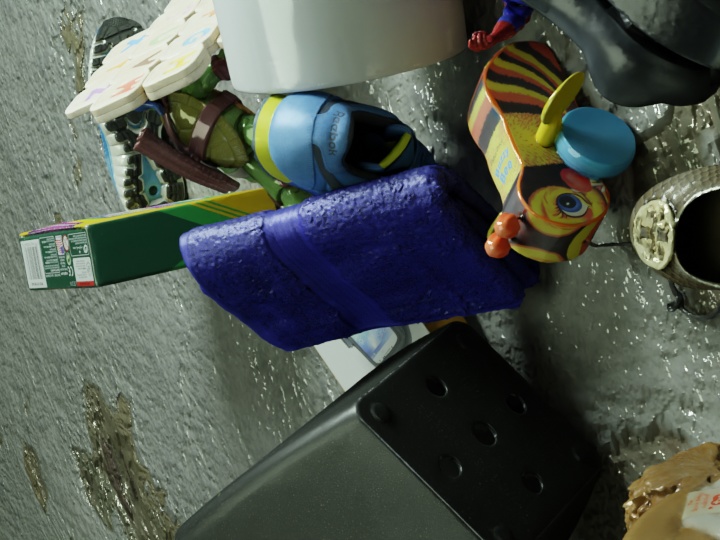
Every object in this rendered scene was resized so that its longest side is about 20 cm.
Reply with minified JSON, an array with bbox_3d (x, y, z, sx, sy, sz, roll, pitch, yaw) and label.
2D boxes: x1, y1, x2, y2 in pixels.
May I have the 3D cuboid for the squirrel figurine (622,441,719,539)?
[{"bbox_3d":[0.213,0.200,0.873,0.200,0.141,0.187,-148,37,-71],"label":"squirrel figurine"}]

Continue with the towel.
[{"bbox_3d":[0.000,0.000,1.044,0.200,0.148,0.050,-15,58,29],"label":"towel"}]

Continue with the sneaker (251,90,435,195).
[{"bbox_3d":[0.012,-0.069,1.050,0.078,0.200,0.066,7,85,30],"label":"sneaker"}]

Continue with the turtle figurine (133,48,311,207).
[{"bbox_3d":[-0.066,-0.123,1.254,0.194,0.200,0.144,38,112,17],"label":"turtle figurine"}]

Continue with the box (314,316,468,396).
[{"bbox_3d":[0.015,0.040,1.165,0.200,0.041,0.119,57,140,6],"label":"box"}]

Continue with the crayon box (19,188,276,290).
[{"bbox_3d":[-0.189,-0.026,1.426,0.200,0.172,0.058,-2,99,63],"label":"crayon box"}]

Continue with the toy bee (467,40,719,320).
[{"bbox_3d":[0.109,-0.053,0.925,0.200,0.109,0.131,42,137,46],"label":"toy bee"}]

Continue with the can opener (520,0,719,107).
[{"bbox_3d":[0.103,-0.150,0.824,0.200,0.063,0.079,36,115,17],"label":"can opener"}]

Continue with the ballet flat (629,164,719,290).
[{"bbox_3d":[0.206,-0.013,0.798,0.200,0.046,0.067,12,111,49],"label":"ballet flat"}]

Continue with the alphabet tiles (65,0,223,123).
[{"bbox_3d":[-0.133,-0.180,1.220,0.195,0.200,0.015,-19,118,28],"label":"alphabet tiles"}]

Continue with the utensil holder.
[{"bbox_3d":[-0.023,-0.227,1.021,0.170,0.170,0.200,16,121,59],"label":"utensil holder"}]

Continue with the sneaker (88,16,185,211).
[{"bbox_3d":[-0.229,-0.144,1.546,0.090,0.078,0.200,27,127,59],"label":"sneaker"}]

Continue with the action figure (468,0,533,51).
[{"bbox_3d":[0.097,-0.153,0.912,0.200,0.099,0.065,38,135,53],"label":"action figure"}]

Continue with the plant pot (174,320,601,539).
[{"bbox_3d":[0.036,0.152,1.052,0.200,0.199,0.177,44,131,10],"label":"plant pot"}]
